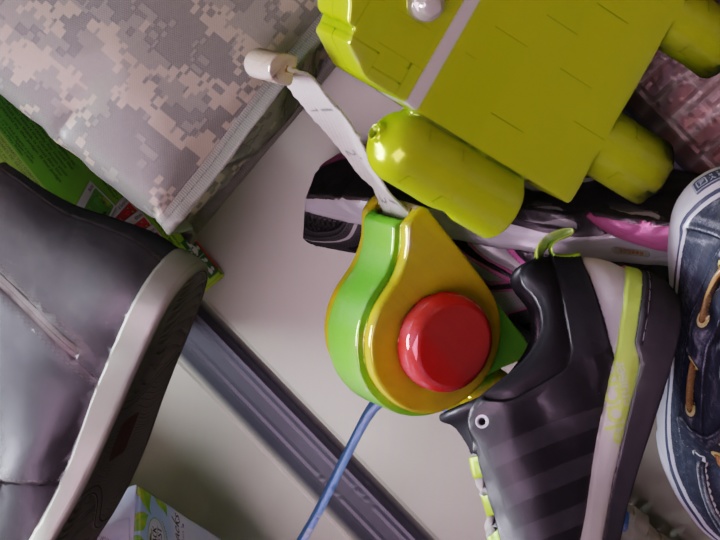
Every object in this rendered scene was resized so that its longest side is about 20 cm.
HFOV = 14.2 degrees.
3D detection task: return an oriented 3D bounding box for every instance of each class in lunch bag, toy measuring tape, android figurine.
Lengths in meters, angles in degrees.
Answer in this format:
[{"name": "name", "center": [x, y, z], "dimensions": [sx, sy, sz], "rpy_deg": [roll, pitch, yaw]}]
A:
[{"name": "lunch bag", "center": [-0.075, -0.140, 1.233], "dimensions": [0.164, 0.118, 0.200], "rpy_deg": [39, 91, 3]}, {"name": "toy measuring tape", "center": [0.000, 0.000, 1.194], "dimensions": [0.073, 0.074, 0.200], "rpy_deg": [-23, 122, 27]}, {"name": "android figurine", "center": [0.065, -0.109, 1.167], "dimensions": [0.200, 0.041, 0.182], "rpy_deg": [32, 89, -32]}]

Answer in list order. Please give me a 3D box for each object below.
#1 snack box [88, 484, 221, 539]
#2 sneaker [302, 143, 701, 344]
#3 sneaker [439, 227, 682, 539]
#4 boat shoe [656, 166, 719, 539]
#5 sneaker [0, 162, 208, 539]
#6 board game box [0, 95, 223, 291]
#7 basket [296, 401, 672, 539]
[{"name": "snack box", "center": [-0.146, 0.176, 1.384], "dimensions": [0.200, 0.053, 0.142], "rpy_deg": [-20, 145, 26]}, {"name": "sneaker", "center": [0.066, 0.000, 1.260], "dimensions": [0.200, 0.080, 0.087], "rpy_deg": [10, 115, 18]}, {"name": "sneaker", "center": [0.068, 0.083, 1.182], "dimensions": [0.083, 0.072, 0.200], "rpy_deg": [17, 82, -2]}, {"name": "boat shoe", "center": [0.166, 0.060, 1.208], "dimensions": [0.071, 0.091, 0.201], "rpy_deg": [-13, 127, -4]}, {"name": "sneaker", "center": [-0.149, 0.054, 1.258], "dimensions": [0.106, 0.075, 0.200], "rpy_deg": [31, 110, 12]}, {"name": "board game box", "center": [-0.158, -0.047, 1.314], "dimensions": [0.048, 0.102, 0.200], "rpy_deg": [-36, 95, 28]}, {"name": "basket", "center": [0.059, 0.159, 1.289], "dimensions": [0.200, 0.139, 0.177], "rpy_deg": [29, 112, -1]}]
